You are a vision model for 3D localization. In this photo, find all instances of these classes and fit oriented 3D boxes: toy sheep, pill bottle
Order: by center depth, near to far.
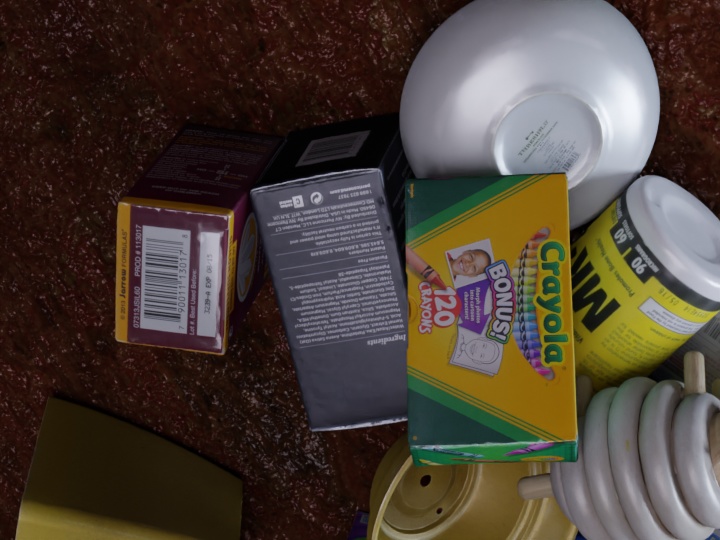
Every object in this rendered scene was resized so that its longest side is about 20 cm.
[{"bbox_3d":[0.205,0.138,1.507,0.199,0.138,0.139,-17,107,31],"label":"toy sheep"},{"bbox_3d":[0.186,0.033,1.591,0.114,0.114,0.200,40,118,-6],"label":"pill bottle"}]

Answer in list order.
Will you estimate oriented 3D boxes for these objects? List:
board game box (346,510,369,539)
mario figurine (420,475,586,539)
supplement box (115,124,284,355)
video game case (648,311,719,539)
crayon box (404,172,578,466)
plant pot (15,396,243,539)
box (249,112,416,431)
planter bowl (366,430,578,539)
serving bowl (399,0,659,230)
[{"bbox_3d":[0.016,0.293,1.676,0.102,0.200,0.106,15,112,4],"label":"board game box"},{"bbox_3d":[0.126,0.190,1.700,0.198,0.106,0.125,7,77,-3],"label":"mario figurine"},{"bbox_3d":[-0.119,-0.027,1.584,0.085,0.200,0.111,7,111,7],"label":"supplement box"},{"bbox_3d":[0.265,0.132,1.565,0.024,0.200,0.183,31,95,-43],"label":"video game case"},{"bbox_3d":[0.093,0.035,1.485,0.118,0.058,0.202,-2,70,5],"label":"crayon box"},{"bbox_3d":[-0.192,0.245,1.711,0.175,0.200,0.202,9,112,-5],"label":"plant pot"},{"bbox_3d":[0.000,0.000,1.600,0.103,0.148,0.202,-9,108,13],"label":"box"},{"bbox_3d":[0.068,0.173,1.581,0.199,0.083,0.202,-15,118,-30],"label":"planter bowl"},{"bbox_3d":[0.131,-0.106,1.548,0.198,0.066,0.202,-5,119,-8],"label":"serving bowl"}]
